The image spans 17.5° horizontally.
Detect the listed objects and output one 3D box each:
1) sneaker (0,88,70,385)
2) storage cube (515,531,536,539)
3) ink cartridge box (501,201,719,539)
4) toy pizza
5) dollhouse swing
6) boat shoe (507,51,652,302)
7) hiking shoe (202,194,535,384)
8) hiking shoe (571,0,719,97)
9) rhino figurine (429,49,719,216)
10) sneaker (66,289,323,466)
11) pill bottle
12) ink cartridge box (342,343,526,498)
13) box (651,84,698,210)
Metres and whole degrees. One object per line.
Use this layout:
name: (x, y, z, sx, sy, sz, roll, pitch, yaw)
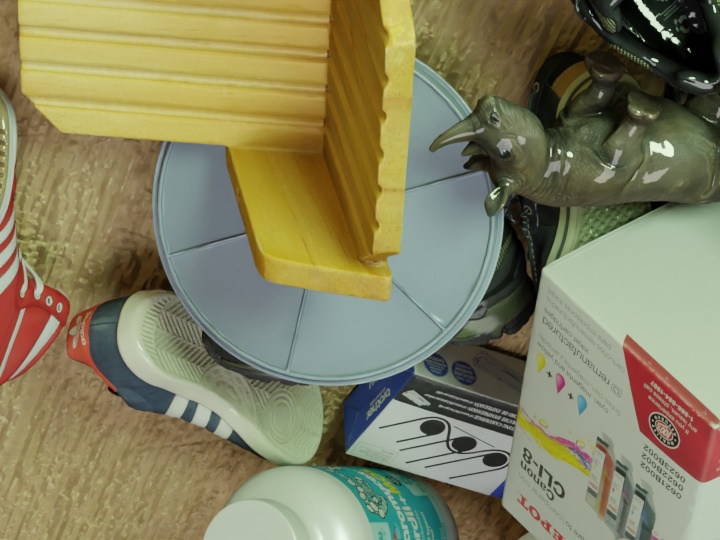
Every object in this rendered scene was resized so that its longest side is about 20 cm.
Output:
sneaker: (-0.215, -0.018, 1.355, 0.071, 0.112, 0.201, 20, 108, 21)
storage cube: (0.186, 0.252, 1.549, 0.200, 0.171, 0.180, -35, 152, 14)
ink cartridge box: (0.186, 0.084, 1.324, 0.144, 0.145, 0.201, -26, 142, -28)
toy pizza: (-0.018, -0.035, 1.314, 0.199, 0.032, 0.201, 2, 102, 7)
dollhouse swing: (-0.079, -0.105, 1.177, 0.175, 0.182, 0.201, -4, 128, -11)
boat shoe: (0.125, -0.036, 1.337, 0.074, 0.062, 0.201, -18, 127, -21)
hiking shoe: (0.000, 0.000, 1.382, 0.199, 0.076, 0.101, -13, 121, -3)
hiking shoe: (0.122, -0.164, 1.149, 0.200, 0.101, 0.076, 42, 101, -8)
rhino figurine: (0.129, -0.068, 1.236, 0.199, 0.060, 0.088, -5, 138, -21)
sneaker: (-0.103, 0.067, 1.464, 0.084, 0.075, 0.200, -6, 150, 36)
pill bottle: (-0.023, 0.181, 1.499, 0.110, 0.111, 0.200, -25, 165, 23)
ink cartridge box: (0.097, 0.104, 1.528, 0.199, 0.044, 0.094, 17, 136, -23)
box: (0.241, -0.043, 1.374, 0.159, 0.044, 0.200, 6, 138, -10)
